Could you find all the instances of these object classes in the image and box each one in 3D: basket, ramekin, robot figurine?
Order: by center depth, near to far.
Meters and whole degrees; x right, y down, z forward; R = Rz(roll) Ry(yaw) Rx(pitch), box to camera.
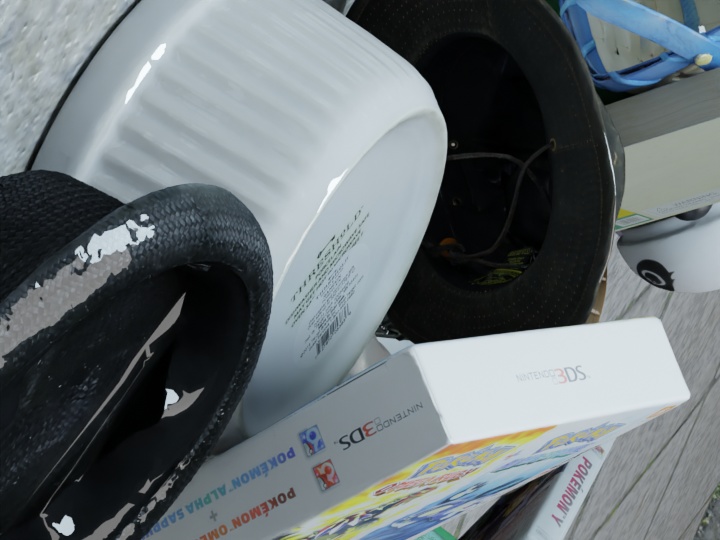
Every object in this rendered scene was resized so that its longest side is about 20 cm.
[{"bbox_3d":[-0.048,-0.020,0.935,0.201,0.105,0.201,-54,162,-26],"label":"ramekin"},{"bbox_3d":[0.143,-0.174,1.079,0.199,0.178,0.139,16,145,-42],"label":"basket"},{"bbox_3d":[0.184,-0.086,1.347,0.150,0.201,0.124,-28,-172,-38],"label":"robot figurine"}]

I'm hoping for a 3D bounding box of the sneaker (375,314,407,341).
[{"bbox_3d":[0.000,0.000,1.143,0.200,0.090,0.076,-22,141,-64],"label":"sneaker"}]

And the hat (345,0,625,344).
[{"bbox_3d":[0.072,-0.055,1.051,0.080,0.201,0.202,-11,134,-36],"label":"hat"}]

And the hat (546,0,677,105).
[{"bbox_3d":[0.057,-0.142,1.210,0.167,0.175,0.200,-70,-158,11],"label":"hat"}]

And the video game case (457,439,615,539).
[{"bbox_3d":[0.059,0.175,1.271,0.200,0.023,0.182,-48,180,27],"label":"video game case"}]

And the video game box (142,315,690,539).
[{"bbox_3d":[0.016,0.079,0.948,0.182,0.047,0.199,-34,164,32],"label":"video game box"}]

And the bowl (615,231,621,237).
[{"bbox_3d":[0.195,-0.116,1.547,0.202,0.090,0.202,-54,163,-25],"label":"bowl"}]

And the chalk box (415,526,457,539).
[{"bbox_3d":[-0.041,0.163,1.136,0.200,0.124,0.125,-56,175,39],"label":"chalk box"}]

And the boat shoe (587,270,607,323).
[{"bbox_3d":[0.108,-0.016,1.389,0.064,0.071,0.202,-16,-126,50],"label":"boat shoe"}]

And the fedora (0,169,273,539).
[{"bbox_3d":[-0.124,0.037,0.796,0.200,0.091,0.201,-37,150,-26],"label":"fedora"}]

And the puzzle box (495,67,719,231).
[{"bbox_3d":[0.131,-0.052,1.147,0.133,0.199,0.026,12,67,-53],"label":"puzzle box"}]

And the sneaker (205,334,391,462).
[{"bbox_3d":[-0.078,0.074,1.044,0.200,0.070,0.080,-38,137,-13],"label":"sneaker"}]

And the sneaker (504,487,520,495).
[{"bbox_3d":[0.026,0.099,1.339,0.199,0.081,0.077,-25,-162,36],"label":"sneaker"}]

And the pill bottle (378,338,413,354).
[{"bbox_3d":[-0.017,0.134,1.270,0.113,0.112,0.201,-38,152,-54],"label":"pill bottle"}]
